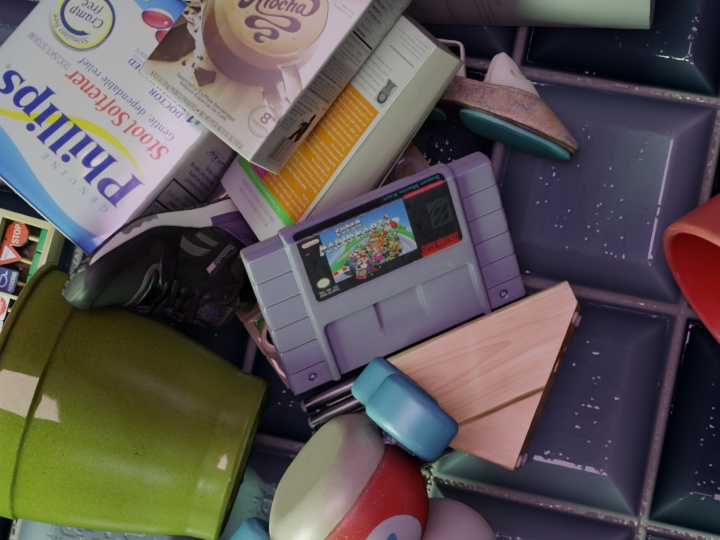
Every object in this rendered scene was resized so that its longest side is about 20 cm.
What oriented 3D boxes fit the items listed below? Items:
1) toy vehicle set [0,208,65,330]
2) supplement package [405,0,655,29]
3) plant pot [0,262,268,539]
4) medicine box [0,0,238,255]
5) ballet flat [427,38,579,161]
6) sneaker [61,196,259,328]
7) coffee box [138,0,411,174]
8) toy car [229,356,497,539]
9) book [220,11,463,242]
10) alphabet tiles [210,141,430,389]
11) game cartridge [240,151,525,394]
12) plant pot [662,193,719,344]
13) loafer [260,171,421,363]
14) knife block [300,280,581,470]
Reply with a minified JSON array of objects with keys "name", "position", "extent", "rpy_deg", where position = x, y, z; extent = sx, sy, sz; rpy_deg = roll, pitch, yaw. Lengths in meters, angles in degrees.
[{"name":"toy vehicle set","position":[-0.333,0.043,1.250],"extent":[0.124,0.027,0.201],"rpy_deg":[14,86,12]},{"name":"supplement package","position":[0.130,-0.259,1.153],"extent":[0.199,0.117,0.118],"rpy_deg":[4,84,11]},{"name":"plant pot","position":[-0.178,0.117,1.141],"extent":[0.192,0.200,0.201],"rpy_deg":[17,86,0]},{"name":"medicine box","position":[-0.197,-0.129,1.202],"extent":[0.182,0.103,0.200],"rpy_deg":[40,87,13]},{"name":"ballet flat","position":[0.084,-0.145,1.175],"extent":[0.199,0.068,0.067],"rpy_deg":[18,83,11]},{"name":"sneaker","position":[-0.133,0.004,1.128],"extent":[0.088,0.200,0.076],"rpy_deg":[52,126,10]},{"name":"coffee box","position":[-0.050,-0.186,1.086],"extent":[0.113,0.080,0.200],"rpy_deg":[39,95,12]},{"name":"toy car","position":[0.037,0.196,1.045],"extent":[0.200,0.177,0.185],"rpy_deg":[38,89,-7]},{"name":"book","position":[-0.022,-0.115,1.148],"extent":[0.200,0.048,0.134],"rpy_deg":[-54,43,14]},{"name":"alphabet tiles","position":[-0.026,-0.029,1.211],"extent":[0.200,0.008,0.167],"rpy_deg":[-37,78,5]},{"name":"game cartridge","position":[0.020,0.001,1.124],"extent":[0.199,0.130,0.038],"rpy_deg":[-23,34,-8]},{"name":"plant pot","position":[0.347,-0.010,1.054],"extent":[0.177,0.200,0.201],"rpy_deg":[-39,78,-7]},{"name":"loafer","position":[0.000,0.000,1.166],"extent":[0.200,0.063,0.072],"rpy_deg":[-46,77,3]},{"name":"knife block","position":[0.059,0.079,1.151],"extent":[0.175,0.064,0.201],"rpy_deg":[21,88,12]}]
